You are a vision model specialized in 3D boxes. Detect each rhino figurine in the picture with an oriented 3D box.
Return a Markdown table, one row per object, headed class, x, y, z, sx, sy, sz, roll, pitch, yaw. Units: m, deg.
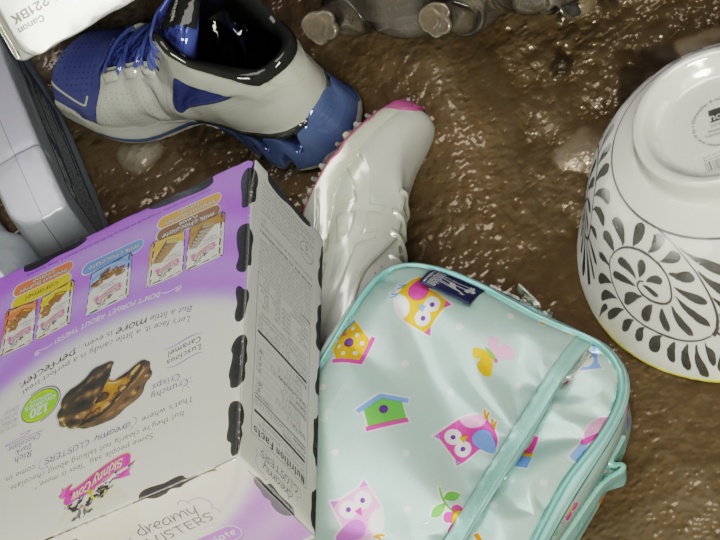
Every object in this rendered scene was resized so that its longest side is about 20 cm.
| class | x | y | z | sx | sy | sz | roll | pitch | yaw |
| --- | --- | --- | --- | --- | --- | --- | --- | --- | --- |
| rhino figurine | 0.052 | -0.163 | 1.460 | 0.199 | 0.087 | 0.060 | 1 | 100 | 25 |

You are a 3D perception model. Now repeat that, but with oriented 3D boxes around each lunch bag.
| class | x | y | z | sx | sy | sz | roll | pitch | yaw |
| --- | --- | --- | --- | --- | --- | --- | --- | --- | --- |
| lunch bag | 0.041 | 0.099 | 1.258 | 0.160 | 0.077 | 0.201 | 24 | 70 | 23 |

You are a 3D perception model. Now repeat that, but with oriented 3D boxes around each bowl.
| class | x | y | z | sx | sy | sz | roll | pitch | yaw |
| --- | --- | --- | --- | --- | --- | --- | --- | --- | --- |
| bowl | 0.192 | -0.052 | 1.299 | 0.199 | 0.094 | 0.202 | -14 | 51 | 17 |

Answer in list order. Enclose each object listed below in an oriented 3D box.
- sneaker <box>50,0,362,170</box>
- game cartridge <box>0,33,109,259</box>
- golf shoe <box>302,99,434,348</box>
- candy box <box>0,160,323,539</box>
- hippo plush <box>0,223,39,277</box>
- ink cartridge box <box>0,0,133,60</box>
| class | x | y | z | sx | sy | sz | roll | pitch | yaw |
| --- | --- | --- | --- | --- | --- | --- | --- | --- | --- |
| sneaker | -0.100 | -0.131 | 1.484 | 0.198 | 0.115 | 0.081 | 11 | 61 | 32 |
| game cartridge | -0.189 | -0.067 | 1.469 | 0.041 | 0.133 | 0.201 | -30 | 48 | 5 |
| golf shoe | 0.000 | 0.000 | 1.379 | 0.091 | 0.075 | 0.201 | 24 | 70 | 20 |
| candy box | -0.106 | 0.065 | 1.258 | 0.167 | 0.072 | 0.201 | -23 | 41 | 23 |
| hippo plush | -0.264 | 0.020 | 1.436 | 0.199 | 0.161 | 0.160 | 35 | 105 | 20 |
| ink cartridge box | -0.159 | -0.210 | 1.531 | 0.144 | 0.084 | 0.200 | -29 | 16 | 3 |
